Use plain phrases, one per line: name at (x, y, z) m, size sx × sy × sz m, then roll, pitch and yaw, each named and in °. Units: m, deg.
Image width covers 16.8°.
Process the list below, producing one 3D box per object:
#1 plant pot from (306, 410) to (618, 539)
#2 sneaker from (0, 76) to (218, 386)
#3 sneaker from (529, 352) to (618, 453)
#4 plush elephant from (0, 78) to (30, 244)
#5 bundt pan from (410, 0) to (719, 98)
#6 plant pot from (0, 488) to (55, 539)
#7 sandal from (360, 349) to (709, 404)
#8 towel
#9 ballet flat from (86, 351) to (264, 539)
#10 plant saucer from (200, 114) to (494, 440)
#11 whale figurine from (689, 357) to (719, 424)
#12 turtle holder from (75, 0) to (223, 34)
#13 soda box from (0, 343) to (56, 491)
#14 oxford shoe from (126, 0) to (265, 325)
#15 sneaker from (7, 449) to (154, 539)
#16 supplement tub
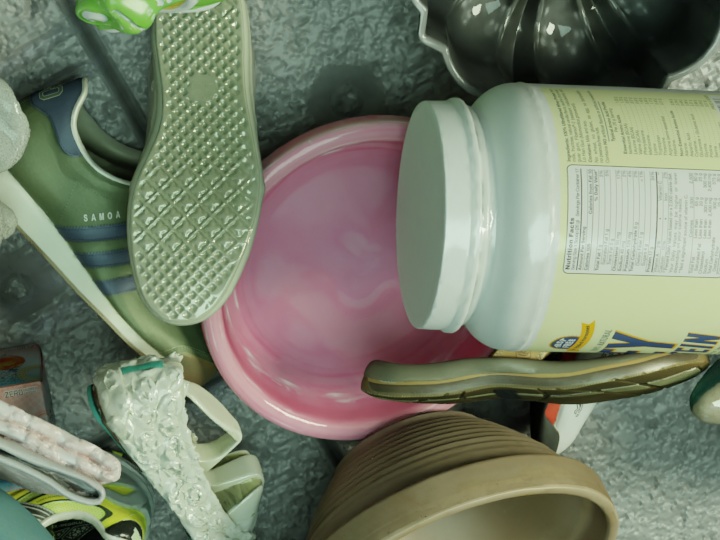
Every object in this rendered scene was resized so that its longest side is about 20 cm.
plant pot at (0.045, 0.149, 1.451) m, size 0.200 × 0.093 × 0.201 m, roll -16°, pitch 147°, yaw -11°
sneaker at (-0.129, -0.025, 1.394) m, size 0.090 × 0.067 × 0.200 m, roll -39°, pitch 109°, yaw 9°
sneaker at (0.171, 0.026, 1.458) m, size 0.108 × 0.067 × 0.202 m, roll 11°, pitch 105°, yaw -7°
plush elephant at (-0.247, -0.043, 1.292) m, size 0.154 × 0.200 × 0.165 m, roll 25°, pitch 98°, yaw 2°
bundt pan at (0.115, -0.189, 1.368) m, size 0.201 × 0.076 × 0.203 m, roll -3°, pitch 111°, yaw -7°
plant pot at (-0.226, 0.202, 1.339) m, size 0.135 × 0.200 × 0.201 m, roll 17°, pitch 108°, yaw -41°
sandal at (0.099, 0.047, 1.395) m, size 0.199 × 0.080 × 0.054 m, roll -2°, pitch 80°, yaw 5°
towel at (-0.235, 0.070, 1.287) m, size 0.200 × 0.191 × 0.032 m, roll 28°, pitch 79°, yaw -16°
ballet flat at (-0.092, 0.117, 1.421) m, size 0.072 × 0.072 × 0.200 m, roll -26°, pitch 137°, yaw 1°
plant saucer at (0.000, 0.000, 1.421) m, size 0.200 × 0.051 × 0.201 m, roll -7°, pitch 116°, yaw -15°
whale figurine at (0.267, 0.065, 1.448) m, size 0.200 × 0.104 × 0.159 m, roll 18°, pitch 121°, yaw -42°
turtle holder at (-0.101, -0.189, 1.286) m, size 0.131 × 0.186 × 0.141 m, roll -14°, pitch 156°, yaw 11°
soda box at (-0.277, 0.100, 1.420) m, size 0.199 × 0.064 × 0.069 m, roll -10°, pitch 111°, yaw -4°
oxford shoe at (-0.089, -0.067, 1.353) m, size 0.075 × 0.058 × 0.201 m, roll 2°, pitch 79°, yaw -1°
sneaker at (-0.221, 0.158, 1.442) m, size 0.199 × 0.076 × 0.076 m, roll -16°, pitch 113°, yaw 0°
supplement tub at (0.128, -0.028, 1.321) m, size 0.199 × 0.145 × 0.146 m, roll 1°, pitch 110°, yaw -11°
